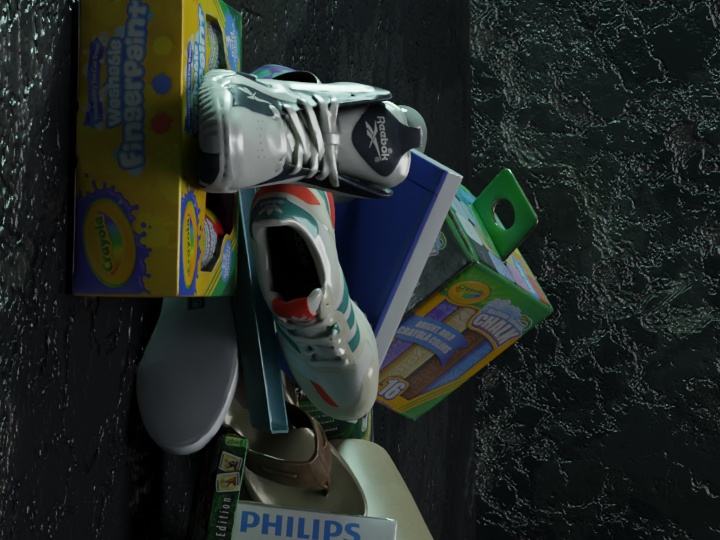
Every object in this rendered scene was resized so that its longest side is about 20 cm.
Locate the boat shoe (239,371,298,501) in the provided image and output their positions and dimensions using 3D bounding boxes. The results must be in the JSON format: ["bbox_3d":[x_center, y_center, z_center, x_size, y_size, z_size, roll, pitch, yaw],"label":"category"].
[{"bbox_3d":[-0.083,0.123,1.537,0.060,0.072,0.200,-5,90,-78],"label":"boat shoe"}]

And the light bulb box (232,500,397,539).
[{"bbox_3d":[-0.057,0.290,1.388,0.198,0.125,0.200,123,-27,-70],"label":"light bulb box"}]

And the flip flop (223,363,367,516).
[{"bbox_3d":[-0.061,0.130,1.449,0.200,0.081,0.058,61,-21,-14],"label":"flip flop"}]

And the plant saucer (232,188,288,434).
[{"bbox_3d":[-0.077,0.017,1.330,0.070,0.019,0.200,27,54,-81],"label":"plant saucer"}]

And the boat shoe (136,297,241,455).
[{"bbox_3d":[-0.116,0.047,1.346,0.068,0.072,0.200,73,13,-57],"label":"boat shoe"}]

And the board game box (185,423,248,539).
[{"bbox_3d":[-0.112,0.211,1.330,0.105,0.023,0.200,-179,-81,-81],"label":"board game box"}]

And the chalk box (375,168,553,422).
[{"bbox_3d":[0.062,0.004,1.519,0.124,0.200,0.124,32,25,-48],"label":"chalk box"}]

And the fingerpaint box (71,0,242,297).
[{"bbox_3d":[-0.128,-0.082,1.224,0.167,0.073,0.200,9,82,-81],"label":"fingerpaint box"}]

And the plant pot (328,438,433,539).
[{"bbox_3d":[-0.010,0.254,1.706,0.200,0.200,0.175,77,0,-56],"label":"plant pot"}]

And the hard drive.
[{"bbox_3d":[0.000,0.000,1.431,0.132,0.025,0.200,36,-76,58],"label":"hard drive"}]

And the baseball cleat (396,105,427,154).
[{"bbox_3d":[-0.026,-0.055,1.552,0.070,0.200,0.106,46,21,-3],"label":"baseball cleat"}]

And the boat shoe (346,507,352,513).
[{"bbox_3d":[-0.033,0.187,1.585,0.065,0.071,0.200,40,3,-26],"label":"boat shoe"}]

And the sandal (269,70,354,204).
[{"bbox_3d":[-0.057,-0.119,1.370,0.207,0.059,0.079,33,27,-37],"label":"sandal"}]

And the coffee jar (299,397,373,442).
[{"bbox_3d":[-0.039,0.109,1.738,0.200,0.085,0.104,77,10,-55],"label":"coffee jar"}]

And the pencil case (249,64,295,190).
[{"bbox_3d":[-0.079,-0.095,1.484,0.200,0.085,0.092,-68,143,-64],"label":"pencil case"}]

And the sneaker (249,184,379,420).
[{"bbox_3d":[-0.039,0.029,1.315,0.093,0.070,0.200,-66,145,-63],"label":"sneaker"}]

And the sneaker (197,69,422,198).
[{"bbox_3d":[-0.028,-0.087,1.204,0.199,0.129,0.080,7,84,-81],"label":"sneaker"}]

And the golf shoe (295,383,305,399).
[{"bbox_3d":[-0.054,0.026,1.637,0.078,0.094,0.200,65,37,-46],"label":"golf shoe"}]
